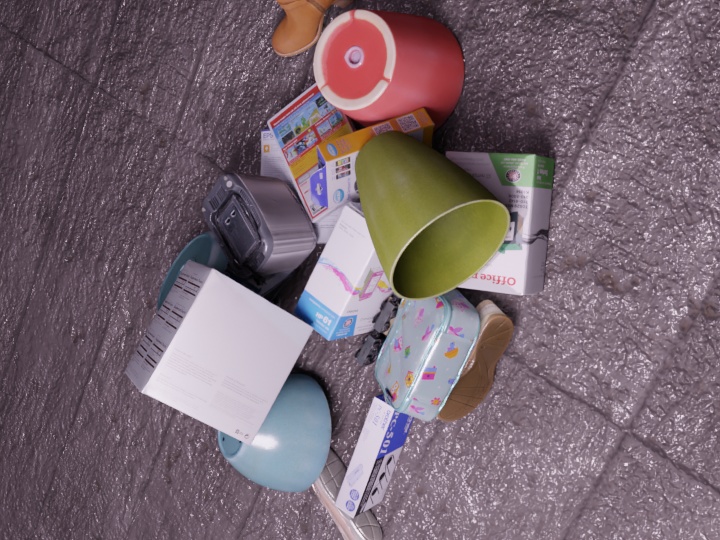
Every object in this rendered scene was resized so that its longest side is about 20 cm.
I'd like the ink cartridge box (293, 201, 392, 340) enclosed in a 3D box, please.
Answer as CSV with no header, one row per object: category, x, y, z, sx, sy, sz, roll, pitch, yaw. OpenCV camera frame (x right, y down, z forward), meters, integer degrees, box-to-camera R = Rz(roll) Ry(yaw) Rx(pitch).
ink cartridge box,0.000,0.000,1.242,0.084,0.144,0.201,34,110,25

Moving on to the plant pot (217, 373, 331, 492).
plant pot,-0.161,0.272,1.324,0.199,0.134,0.202,-16,69,48

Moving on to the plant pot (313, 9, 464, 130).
plant pot,0.034,-0.304,1.186,0.199,0.177,0.203,1,93,31

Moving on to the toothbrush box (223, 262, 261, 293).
toothbrush box,-0.266,0.024,1.403,0.200,0.085,0.147,-40,33,28

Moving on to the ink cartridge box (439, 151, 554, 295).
ink cartridge box,0.197,-0.069,1.152,0.145,0.084,0.202,6,96,32

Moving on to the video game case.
video game case,-0.065,-0.201,1.302,0.142,0.017,0.201,-31,76,28

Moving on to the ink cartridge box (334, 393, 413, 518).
ink cartridge box,0.029,0.293,1.271,0.044,0.094,0.202,26,106,27

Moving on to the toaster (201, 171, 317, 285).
toaster,-0.159,-0.070,1.287,0.114,0.129,0.201,-47,66,35

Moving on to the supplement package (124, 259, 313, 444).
supplement package,-0.217,0.121,1.196,0.201,0.191,0.147,-61,27,-8

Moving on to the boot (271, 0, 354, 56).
boot,-0.107,-0.431,1.278,0.199,0.155,0.077,-25,80,30

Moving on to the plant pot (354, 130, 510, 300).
plant pot,0.076,-0.095,1.091,0.187,0.186,0.201,-49,55,24

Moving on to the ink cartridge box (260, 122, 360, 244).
ink cartridge box,-0.087,-0.146,1.349,0.195,0.043,0.202,2,91,31

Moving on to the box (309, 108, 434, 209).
box,0.012,-0.164,1.181,0.198,0.119,0.042,-19,61,-12

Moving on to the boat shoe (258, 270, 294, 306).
boat shoe,-0.175,0.053,1.402,0.068,0.072,0.200,42,114,-17

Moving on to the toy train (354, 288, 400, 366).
toy train,0.049,0.071,1.275,0.034,0.046,0.201,38,112,28

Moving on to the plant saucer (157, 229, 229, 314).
plant saucer,-0.292,0.012,1.340,0.200,0.027,0.201,-36,37,33

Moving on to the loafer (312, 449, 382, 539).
loafer,-0.042,0.393,1.338,0.063,0.072,0.201,-44,73,33

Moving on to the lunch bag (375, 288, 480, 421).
lunch bag,0.093,0.117,1.196,0.201,0.077,0.161,-65,25,15

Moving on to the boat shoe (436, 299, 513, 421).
boat shoe,0.166,0.140,1.201,0.201,0.072,0.065,-68,26,21
